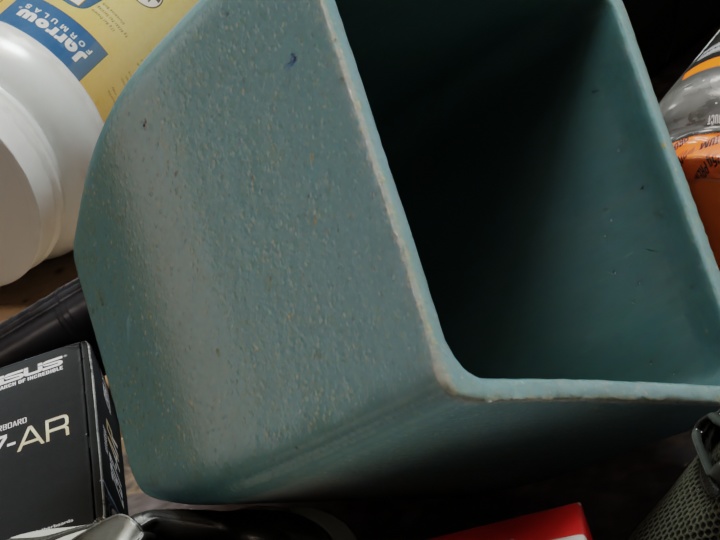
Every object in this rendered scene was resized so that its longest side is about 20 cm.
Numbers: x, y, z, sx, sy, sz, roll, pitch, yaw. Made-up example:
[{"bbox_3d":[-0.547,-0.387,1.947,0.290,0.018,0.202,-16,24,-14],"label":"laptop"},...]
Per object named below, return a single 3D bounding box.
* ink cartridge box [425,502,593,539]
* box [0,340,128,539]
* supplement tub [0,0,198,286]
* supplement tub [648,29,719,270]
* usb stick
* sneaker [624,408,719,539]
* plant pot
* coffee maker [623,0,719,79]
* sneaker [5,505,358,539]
[{"bbox_3d":[0.034,0.152,0.881,0.116,0.068,0.200,-15,28,8],"label":"ink cartridge box"},{"bbox_3d":[-0.202,0.116,1.116,0.199,0.044,0.160,-18,28,1],"label":"box"},{"bbox_3d":[-0.170,-0.096,1.365,0.144,0.145,0.200,0,33,32],"label":"supplement tub"},{"bbox_3d":[0.198,-0.060,1.100,0.122,0.123,0.200,2,35,34],"label":"supplement tub"},{"bbox_3d":[-0.091,0.006,1.173,0.199,0.055,0.033,-30,43,25],"label":"usb stick"},{"bbox_3d":[0.149,0.041,0.910,0.199,0.114,0.076,-41,23,19],"label":"sneaker"},{"bbox_3d":[0.000,0.000,0.999,0.200,0.197,0.195,-31,-23,37],"label":"plant pot"},{"bbox_3d":[0.128,-0.149,1.289,0.191,0.135,0.200,8,39,40],"label":"coffee maker"},{"bbox_3d":[-0.102,0.126,0.979,0.199,0.067,0.090,-11,-13,12],"label":"sneaker"}]
